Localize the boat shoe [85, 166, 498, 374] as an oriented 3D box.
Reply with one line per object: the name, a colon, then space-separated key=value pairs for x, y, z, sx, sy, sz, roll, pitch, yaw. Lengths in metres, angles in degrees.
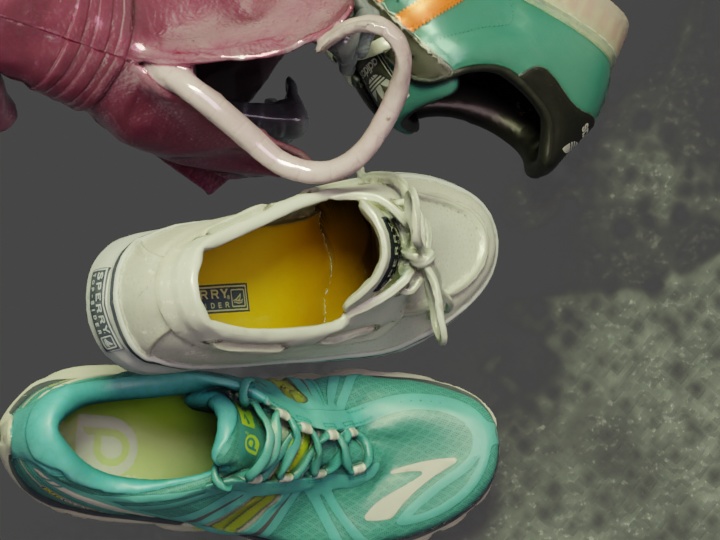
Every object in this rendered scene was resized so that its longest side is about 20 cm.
boat shoe: x=-0.001 y=-0.005 z=0.878 sx=0.201 sy=0.086 sz=0.075 roll=-6 pitch=86 yaw=-44

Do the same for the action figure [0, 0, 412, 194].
action figure: x=-0.102 y=-0.081 z=0.872 sx=0.199 sy=0.149 sz=0.135 roll=14 pitch=110 yaw=-27

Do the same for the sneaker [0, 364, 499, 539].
sneaker: x=-0.039 y=0.072 z=0.900 sx=0.198 sy=0.080 sz=0.078 roll=1 pitch=80 yaw=-12

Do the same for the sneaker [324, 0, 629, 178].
sneaker: x=0.011 y=-0.106 z=0.944 sx=0.199 sy=0.071 sz=0.080 roll=24 pitch=71 yaw=-8
